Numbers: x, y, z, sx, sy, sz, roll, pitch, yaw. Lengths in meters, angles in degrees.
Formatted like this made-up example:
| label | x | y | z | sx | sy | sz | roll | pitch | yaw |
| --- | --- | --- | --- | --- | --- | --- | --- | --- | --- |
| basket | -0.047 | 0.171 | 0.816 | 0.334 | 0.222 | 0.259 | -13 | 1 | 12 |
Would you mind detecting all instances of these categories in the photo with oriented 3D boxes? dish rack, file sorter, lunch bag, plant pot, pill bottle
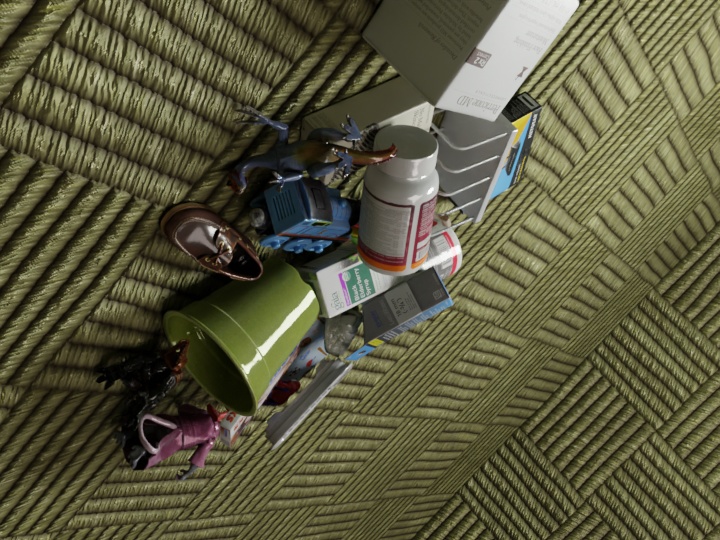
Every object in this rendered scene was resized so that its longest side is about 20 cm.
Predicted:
| label | x | y | z | sx | sy | sz | roll | pitch | yaw |
| --- | --- | --- | --- | --- | --- | --- | --- | --- | --- |
| dish rack | -0.096 | 0.225 | 1.693 | 0.200 | 0.043 | 0.172 | -47 | 176 | -7 |
| file sorter | 0.134 | -0.176 | 1.543 | 0.124 | 0.139 | 0.201 | -22 | 148 | -32 |
| lunch bag | -0.118 | 0.120 | 1.708 | 0.159 | 0.076 | 0.201 | 6 | 127 | -54 |
| plant pot | -0.165 | 0.085 | 1.484 | 0.190 | 0.199 | 0.201 | -42 | 157 | -28 |
| pill bottle | 0.078 | -0.009 | 1.746 | 0.199 | 0.111 | 0.111 | -26 | 150 | -30 |
| pill bottle | 0.055 | -0.100 | 1.400 | 0.109 | 0.109 | 0.202 | -24 | 138 | -33 |

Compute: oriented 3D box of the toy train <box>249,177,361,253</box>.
| label | x | y | z | sx | sy | sz | roll | pitch | yaw |
| --- | --- | --- | --- | --- | --- | --- | --- | --- | --- |
| toy train | -0.074 | -0.079 | 1.417 | 0.113 | 0.088 | 0.199 | -22 | 166 | 31 |

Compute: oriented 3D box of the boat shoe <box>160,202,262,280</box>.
| label | x | y | z | sx | sy | sz | roll | pitch | yaw |
| --- | --- | --- | --- | --- | --- | --- | --- | --- | --- |
| boat shoe | -0.200 | -0.036 | 1.358 | 0.070 | 0.070 | 0.200 | -46 | 153 | 10 |

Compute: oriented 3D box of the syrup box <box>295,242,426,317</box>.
| label | x | y | z | sx | sy | sz | roll | pitch | yaw |
| --- | --- | --- | --- | --- | --- | --- | --- | --- | --- |
| syrup box | 0.000 | 0.000 | 1.572 | 0.199 | 0.081 | 0.080 | -25 | 107 | -28 |

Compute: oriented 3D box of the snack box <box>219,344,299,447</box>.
| label | x | y | z | sx | sy | sz | roll | pitch | yaw |
| --- | --- | --- | --- | --- | --- | --- | --- | --- | --- |
| snack box | -0.162 | 0.189 | 1.568 | 0.201 | 0.024 | 0.072 | -54 | 166 | -30 |

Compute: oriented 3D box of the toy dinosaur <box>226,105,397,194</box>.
| label | x | y | z | sx | sy | sz | roll | pitch | yaw |
| --- | --- | --- | --- | --- | --- | --- | --- | --- | --- |
| toy dinosaur | -0.083 | -0.136 | 1.283 | 0.180 | 0.106 | 0.199 | -12 | 157 | 41 |

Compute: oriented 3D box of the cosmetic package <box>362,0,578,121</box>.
| label | x | y | z | sx | sy | sz | roll | pitch | yaw |
| --- | --- | --- | --- | --- | --- | --- | --- | --- | --- |
| cosmetic package | 0.145 | -0.333 | 1.284 | 0.164 | 0.165 | 0.201 | -1 | 132 | -53 |

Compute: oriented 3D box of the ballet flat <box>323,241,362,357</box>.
| label | x | y | z | sx | sy | sz | roll | pitch | yaw |
| --- | --- | --- | --- | --- | --- | --- | --- | --- | --- |
| ballet flat | -0.021 | 0.053 | 1.647 | 0.071 | 0.071 | 0.203 | -1 | 98 | -54 |

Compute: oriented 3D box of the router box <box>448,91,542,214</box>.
| label | x | y | z | sx | sy | sz | roll | pitch | yaw |
| --- | --- | --- | --- | --- | --- | --- | --- | --- | --- |
| router box | 0.238 | -0.208 | 1.738 | 0.148 | 0.051 | 0.201 | -30 | 152 | -21 |

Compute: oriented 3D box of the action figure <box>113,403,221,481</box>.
| label | x | y | z | sx | sy | sz | roll | pitch | yaw |
| --- | --- | --- | --- | --- | --- | --- | --- | --- | --- |
| action figure | -0.295 | 0.257 | 1.588 | 0.198 | 0.135 | 0.149 | -5 | 148 | -33 |

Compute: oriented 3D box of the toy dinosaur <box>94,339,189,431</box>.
| label | x | y | z | sx | sy | sz | roll | pitch | yaw |
| --- | --- | --- | --- | --- | --- | --- | --- | --- | --- |
| toy dinosaur | -0.317 | 0.156 | 1.467 | 0.135 | 0.102 | 0.201 | -27 | 147 | -50 |

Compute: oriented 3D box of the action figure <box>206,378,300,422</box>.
| label | x | y | z | sx | sy | sz | roll | pitch | yaw |
| --- | --- | --- | --- | --- | --- | --- | --- | --- | --- |
| action figure | -0.172 | 0.211 | 1.655 | 0.199 | 0.052 | 0.066 | -4 | 141 | -51 |

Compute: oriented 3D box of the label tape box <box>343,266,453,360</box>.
| label | x | y | z | sx | sy | sz | roll | pitch | yaw |
| --- | --- | --- | --- | --- | --- | --- | --- | --- | --- |
| label tape box | 0.054 | 0.074 | 1.621 | 0.199 | 0.064 | 0.144 | -30 | 171 | 3 |

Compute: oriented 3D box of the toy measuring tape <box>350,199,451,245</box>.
| label | x | y | z | sx | sy | sz | roll | pitch | yaw |
| --- | --- | --- | --- | --- | --- | --- | --- | --- | --- |
| toy measuring tape | 0.041 | -0.068 | 1.525 | 0.073 | 0.198 | 0.075 | 9 | 90 | -70 |

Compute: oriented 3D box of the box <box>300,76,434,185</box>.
| label | x | y | z | sx | sy | sz | roll | pitch | yaw |
| --- | --- | --- | --- | --- | --- | --- | --- | --- | --- |
| box | 0.010 | -0.205 | 1.398 | 0.199 | 0.068 | 0.083 | -28 | 150 | -27 |
